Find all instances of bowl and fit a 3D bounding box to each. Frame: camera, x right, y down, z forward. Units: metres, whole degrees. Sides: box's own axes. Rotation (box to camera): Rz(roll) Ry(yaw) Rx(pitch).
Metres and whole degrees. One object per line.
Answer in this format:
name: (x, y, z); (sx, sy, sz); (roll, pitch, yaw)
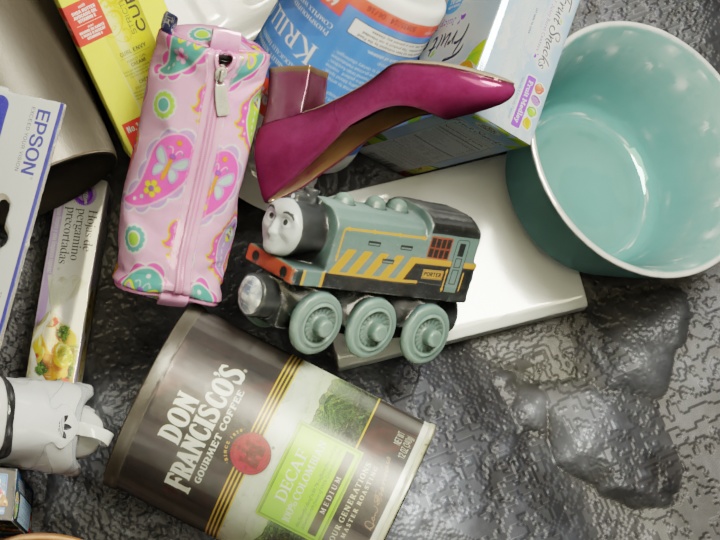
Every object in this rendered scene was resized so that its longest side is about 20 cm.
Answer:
bowl: (0.190, -0.076, 1.556); (0.199, 0.105, 0.202); (9, 69, -24)

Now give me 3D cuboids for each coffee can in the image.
coffee can: (-0.065, 0.132, 1.485); (0.199, 0.146, 0.147); (26, 76, 2)

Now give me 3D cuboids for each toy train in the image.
toy train: (0.000, 0.000, 1.485); (0.199, 0.085, 0.115); (7, 104, -41)

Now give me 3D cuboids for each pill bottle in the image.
pill bottle: (-0.031, -0.143, 1.528); (0.112, 0.112, 0.201); (34, 113, 4)

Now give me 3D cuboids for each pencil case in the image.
pencil case: (-0.120, -0.077, 1.458); (0.087, 0.087, 0.202); (13, 100, -1)

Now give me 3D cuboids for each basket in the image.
basket: (-0.271, -0.146, 1.507); (0.135, 0.180, 0.201); (-30, 79, 15)

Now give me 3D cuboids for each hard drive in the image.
hard drive: (0.062, -0.010, 1.589); (0.198, 0.026, 0.133); (-13, 78, -7)

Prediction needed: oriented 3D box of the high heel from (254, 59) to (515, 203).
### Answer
high heel: (0.016, -0.093, 1.416); (0.199, 0.067, 0.097); (1, 85, 36)

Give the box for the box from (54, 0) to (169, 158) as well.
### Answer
box: (-0.178, -0.185, 1.489); (0.075, 0.050, 0.201); (-25, 107, -7)

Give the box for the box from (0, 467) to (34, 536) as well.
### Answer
box: (-0.338, 0.160, 1.463); (0.198, 0.137, 0.038); (5, 78, -3)

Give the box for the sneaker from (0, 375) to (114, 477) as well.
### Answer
sneaker: (-0.261, 0.110, 1.477); (0.114, 0.199, 0.076); (12, 83, -32)

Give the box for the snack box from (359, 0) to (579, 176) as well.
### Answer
snack box: (0.080, -0.167, 1.535); (0.067, 0.200, 0.170); (25, 76, -20)

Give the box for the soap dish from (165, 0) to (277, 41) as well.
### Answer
soap dish: (-0.129, -0.219, 1.594); (0.199, 0.081, 0.158); (-30, 81, -10)

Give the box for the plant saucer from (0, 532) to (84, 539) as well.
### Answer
plant saucer: (-0.231, 0.289, 1.480); (0.199, 0.032, 0.202); (0, 89, -5)

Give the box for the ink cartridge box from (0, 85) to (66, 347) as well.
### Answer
ink cartridge box: (-0.309, -0.039, 1.418); (0.199, 0.047, 0.199); (15, 88, 15)

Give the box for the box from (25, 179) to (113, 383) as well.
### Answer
box: (-0.222, 0.030, 1.551); (0.038, 0.041, 0.202); (8, 76, 0)
